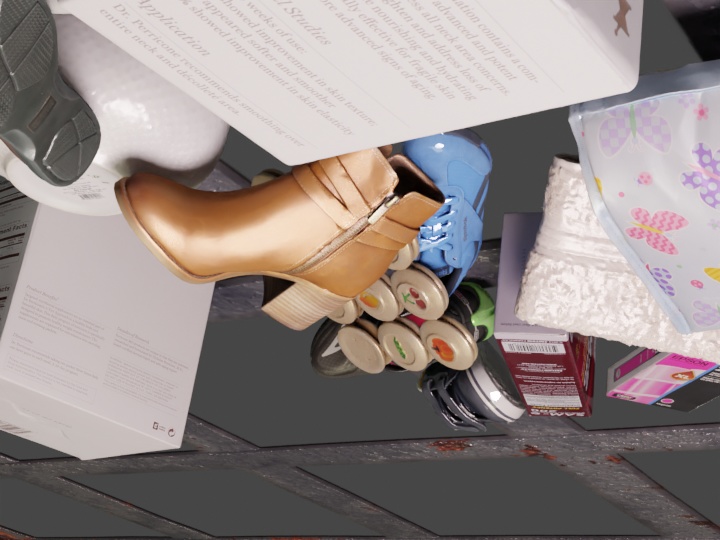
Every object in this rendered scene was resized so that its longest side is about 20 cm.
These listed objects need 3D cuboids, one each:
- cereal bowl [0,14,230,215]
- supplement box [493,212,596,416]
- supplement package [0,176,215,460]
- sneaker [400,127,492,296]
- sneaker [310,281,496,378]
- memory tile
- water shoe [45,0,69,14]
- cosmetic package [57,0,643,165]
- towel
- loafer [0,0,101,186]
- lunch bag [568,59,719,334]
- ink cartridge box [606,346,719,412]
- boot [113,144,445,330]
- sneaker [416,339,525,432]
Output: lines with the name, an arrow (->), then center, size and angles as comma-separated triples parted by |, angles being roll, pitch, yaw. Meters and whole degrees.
cereal bowl -> -0.197, -0.097, 0.918 | 0.200, 0.083, 0.200 | 7, 156, 3
supplement box -> 0.160, 0.042, 1.082 | 0.061, 0.109, 0.200 | 1, 156, 16
supplement package -> -0.247, 0.034, 1.087 | 0.147, 0.200, 0.191 | -13, 148, 41
sneaker -> 0.062, -0.039, 0.969 | 0.066, 0.079, 0.200 | 7, 155, 8
sneaker -> 0.026, 0.056, 1.176 | 0.200, 0.077, 0.084 | -21, -179, 34
memory tile -> 0.000, 0.000, 1.008 | 0.153, 0.017, 0.200 | -3, 124, 50
water shoe -> -0.137, -0.187, 0.725 | 0.200, 0.079, 0.071 | 12, -153, 37
cosmetic package -> 0.005, -0.168, 0.577 | 0.200, 0.167, 0.167 | -8, 152, 35
towel -> 0.222, -0.004, 0.945 | 0.200, 0.133, 0.034 | 11, -161, -6
loafer -> -0.213, -0.116, 0.755 | 0.063, 0.072, 0.200 | 30, 160, 18
lunch bag -> 0.244, -0.061, 0.788 | 0.169, 0.127, 0.200 | -9, 142, 37
ink cartridge box -> 0.319, 0.088, 1.229 | 0.095, 0.037, 0.200 | 13, 154, -10
boot -> -0.053, -0.050, 0.886 | 0.200, 0.074, 0.155 | 29, 123, -37
sneaker -> 0.102, 0.115, 1.197 | 0.079, 0.078, 0.200 | -38, 180, 6
